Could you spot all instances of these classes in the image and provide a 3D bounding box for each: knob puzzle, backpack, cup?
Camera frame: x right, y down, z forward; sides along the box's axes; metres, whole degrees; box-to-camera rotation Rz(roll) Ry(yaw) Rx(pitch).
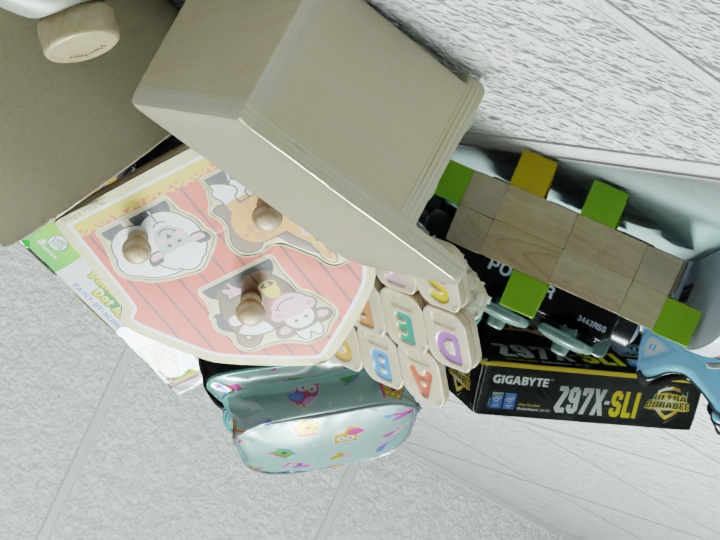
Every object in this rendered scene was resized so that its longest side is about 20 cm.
[{"bbox_3d":[-0.077,0.000,1.603,0.219,0.220,0.031,28,-146,-21],"label":"knob puzzle"},{"bbox_3d":[-0.035,0.074,1.861,0.175,0.154,0.200,-12,169,-1],"label":"backpack"},{"bbox_3d":[-0.202,-0.132,1.610,0.143,0.200,0.200,53,166,-11],"label":"cup"}]

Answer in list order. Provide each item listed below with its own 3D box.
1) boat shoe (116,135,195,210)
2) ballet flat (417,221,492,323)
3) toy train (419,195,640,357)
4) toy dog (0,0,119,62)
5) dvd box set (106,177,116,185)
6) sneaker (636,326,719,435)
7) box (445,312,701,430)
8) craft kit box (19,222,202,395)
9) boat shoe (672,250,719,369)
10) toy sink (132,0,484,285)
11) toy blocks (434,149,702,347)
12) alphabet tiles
[{"bbox_3d":[-0.142,-0.057,1.679,0.075,0.093,0.200,45,148,-5],"label":"boat shoe"},{"bbox_3d":[0.021,-0.019,1.699,0.072,0.072,0.200,31,180,-41],"label":"ballet flat"},{"bbox_3d":[0.118,0.003,1.833,0.199,0.086,0.114,25,-178,-1],"label":"toy train"},{"bbox_3d":[-0.193,-0.189,1.425,0.132,0.096,0.200,61,-155,-1],"label":"toy dog"},{"bbox_3d":[-0.161,-0.095,1.855,0.199,0.030,0.146,24,-144,18],"label":"dvd box set"},{"bbox_3d":[0.296,0.088,1.788,0.199,0.090,0.078,21,172,18],"label":"sneaker"},{"bbox_3d":[0.148,0.071,1.915,0.199,0.050,0.160,6,-162,-24],"label":"box"},{"bbox_3d":[-0.186,-0.032,1.937,0.048,0.200,0.198,-27,125,21],"label":"craft kit box"},{"bbox_3d":[0.252,0.034,1.635,0.068,0.074,0.199,24,174,-4],"label":"boat shoe"},{"bbox_3d":[-0.013,-0.093,1.473,0.200,0.112,0.130,36,167,-33],"label":"toy sink"},{"bbox_3d":[0.145,-0.014,1.648,0.199,0.100,0.137,24,-176,10],"label":"toy blocks"},{"bbox_3d":[0.000,0.000,1.648,0.200,0.015,0.196,22,136,40],"label":"alphabet tiles"}]
